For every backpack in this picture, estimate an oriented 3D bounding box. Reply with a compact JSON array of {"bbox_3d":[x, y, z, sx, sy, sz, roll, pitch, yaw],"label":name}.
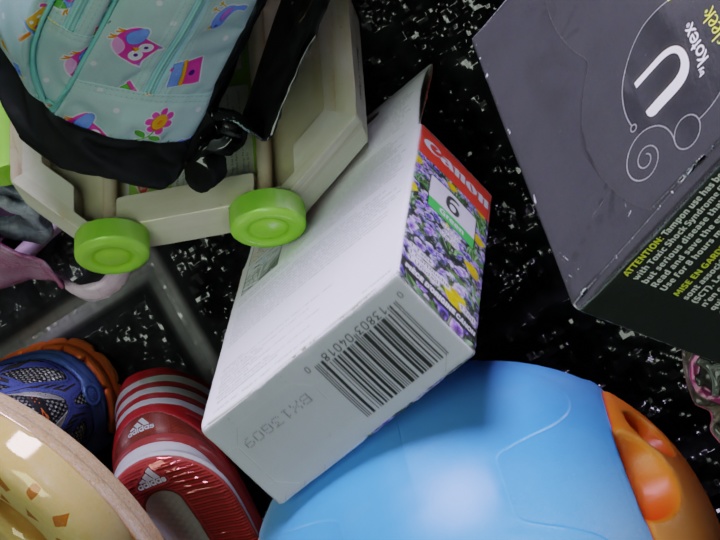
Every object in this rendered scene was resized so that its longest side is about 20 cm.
[{"bbox_3d":[-0.085,-0.148,1.016,0.200,0.126,0.167,-56,49,42],"label":"backpack"}]

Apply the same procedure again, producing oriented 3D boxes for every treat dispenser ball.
[{"bbox_3d":[0.054,0.137,1.068,0.200,0.201,0.202,4,101,20],"label":"treat dispenser ball"}]

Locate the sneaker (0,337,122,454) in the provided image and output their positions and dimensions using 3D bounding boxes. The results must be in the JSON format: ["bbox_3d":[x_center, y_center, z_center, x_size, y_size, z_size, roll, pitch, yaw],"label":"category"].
[{"bbox_3d":[-0.209,0.088,1.225,0.199,0.078,0.076,-28,89,23],"label":"sneaker"}]

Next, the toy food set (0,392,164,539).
[{"bbox_3d":[-0.151,0.126,1.118,0.199,0.049,0.199,7,133,39],"label":"toy food set"}]

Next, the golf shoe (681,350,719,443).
[{"bbox_3d":[0.190,0.096,1.069,0.072,0.092,0.201,-15,90,14],"label":"golf shoe"}]

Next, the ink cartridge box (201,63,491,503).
[{"bbox_3d":[0.000,0.000,1.080,0.109,0.200,0.050,-39,108,23],"label":"ink cartridge box"}]

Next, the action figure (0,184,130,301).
[{"bbox_3d":[-0.218,0.002,1.219,0.148,0.134,0.200,26,120,-23],"label":"action figure"}]

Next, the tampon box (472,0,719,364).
[{"bbox_3d":[0.168,-0.048,0.953,0.126,0.199,0.150,-48,39,28],"label":"tampon box"}]

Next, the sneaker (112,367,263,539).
[{"bbox_3d":[-0.057,0.125,1.186,0.078,0.116,0.201,-15,126,5],"label":"sneaker"}]

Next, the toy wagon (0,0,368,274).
[{"bbox_3d":[-0.098,-0.073,1.124,0.199,0.040,0.156,-10,60,11],"label":"toy wagon"}]
